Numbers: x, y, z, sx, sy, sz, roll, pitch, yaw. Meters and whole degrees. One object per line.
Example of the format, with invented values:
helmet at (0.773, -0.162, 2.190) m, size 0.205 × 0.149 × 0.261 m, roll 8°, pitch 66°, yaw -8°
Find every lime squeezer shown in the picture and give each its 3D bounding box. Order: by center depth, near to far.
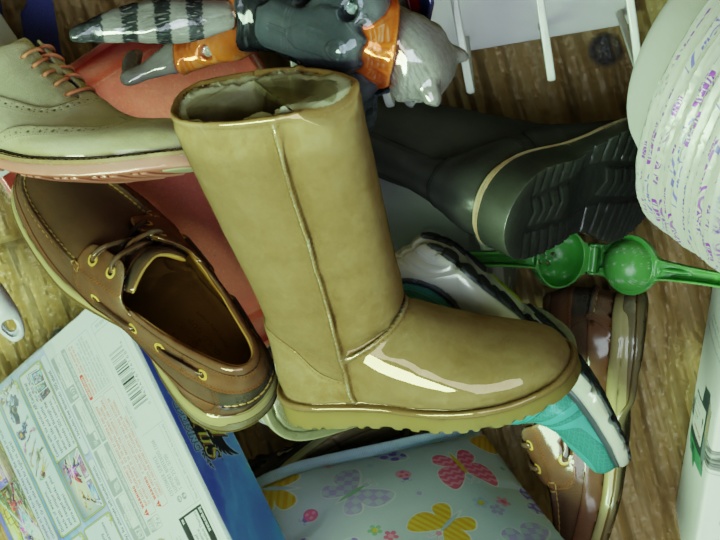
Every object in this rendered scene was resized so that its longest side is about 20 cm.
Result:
lime squeezer at (0.144, -0.006, 1.267) m, size 0.200 × 0.071 × 0.038 m, roll 6°, pitch 82°, yaw -2°

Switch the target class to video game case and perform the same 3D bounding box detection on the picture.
video game case at (-0.142, 0.134, 1.268) m, size 0.181 × 0.045 × 0.200 m, roll -37°, pitch 74°, yaw 39°

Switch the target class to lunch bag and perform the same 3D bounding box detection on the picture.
lunch bag at (0.018, 0.198, 1.299) m, size 0.200 × 0.170 × 0.127 m, roll -8°, pitch 128°, yaw -29°

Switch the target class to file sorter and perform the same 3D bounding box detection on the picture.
file sorter at (0.049, -0.171, 1.192) m, size 0.200 × 0.125 × 0.139 m, roll -9°, pitch 114°, yaw 6°

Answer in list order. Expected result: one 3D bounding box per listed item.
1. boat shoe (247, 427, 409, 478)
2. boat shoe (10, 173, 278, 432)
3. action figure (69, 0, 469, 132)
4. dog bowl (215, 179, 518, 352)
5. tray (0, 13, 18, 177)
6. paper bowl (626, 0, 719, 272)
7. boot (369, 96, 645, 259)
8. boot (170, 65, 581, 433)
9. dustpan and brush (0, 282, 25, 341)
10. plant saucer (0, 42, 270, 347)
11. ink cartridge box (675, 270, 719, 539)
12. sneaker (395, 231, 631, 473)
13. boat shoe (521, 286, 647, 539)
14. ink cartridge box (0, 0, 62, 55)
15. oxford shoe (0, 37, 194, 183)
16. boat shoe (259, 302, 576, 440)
boat shoe at (-0.059, 0.147, 1.375) m, size 0.200 × 0.065 × 0.073 m, roll -40°, pitch 131°, yaw -2°
boat shoe at (-0.119, 0.000, 1.186) m, size 0.072 × 0.068 × 0.200 m, roll -38°, pitch 73°, yaw -21°
action figure at (-0.042, -0.107, 1.103) m, size 0.193 × 0.105 × 0.200 m, roll 10°, pitch 118°, yaw 17°
dog bowl at (0.000, 0.000, 1.310) m, size 0.200 × 0.059 × 0.200 m, roll 1°, pitch 116°, yaw 1°
tray at (-0.260, -0.134, 1.199) m, size 0.107 × 0.022 × 0.200 m, roll -34°, pitch 98°, yaw 0°
paper bowl at (0.224, -0.102, 1.156) m, size 0.104 × 0.201 × 0.201 m, roll 40°, pitch 118°, yaw 31°
boot at (0.087, -0.073, 1.246) m, size 0.138 × 0.200 × 0.078 m, roll 26°, pitch 109°, yaw 30°
boot at (0.010, -0.010, 1.087) m, size 0.175 × 0.066 × 0.200 m, roll -8°, pitch 124°, yaw 12°
dustpan and brush at (-0.259, -0.037, 1.256) m, size 0.139 × 0.057 × 0.200 m, roll -33°, pitch 99°, yaw 3°
plant saucer at (-0.099, -0.045, 1.241) m, size 0.199 × 0.037 × 0.200 m, roll -28°, pitch 101°, yaw 33°
ink cartridge box at (0.285, 0.093, 1.333) m, size 0.146 × 0.084 × 0.200 m, roll 4°, pitch 115°, yaw 0°
sneaker at (0.077, 0.056, 1.215) m, size 0.200 × 0.078 × 0.080 m, roll 39°, pitch 102°, yaw -27°
boat shoe at (0.136, 0.103, 1.346) m, size 0.067 × 0.072 × 0.200 m, roll 8°, pitch 109°, yaw 9°
ink cartridge box at (-0.281, -0.146, 1.256) m, size 0.200 × 0.041 × 0.200 m, roll -5°, pitch 115°, yaw 4°
oxford shoe at (-0.170, -0.086, 1.134) m, size 0.200 × 0.071 × 0.074 m, roll 8°, pitch 93°, yaw 23°
boat shoe at (0.027, 0.052, 1.263) m, size 0.200 × 0.068 × 0.075 m, roll -6°, pitch 101°, yaw -19°
